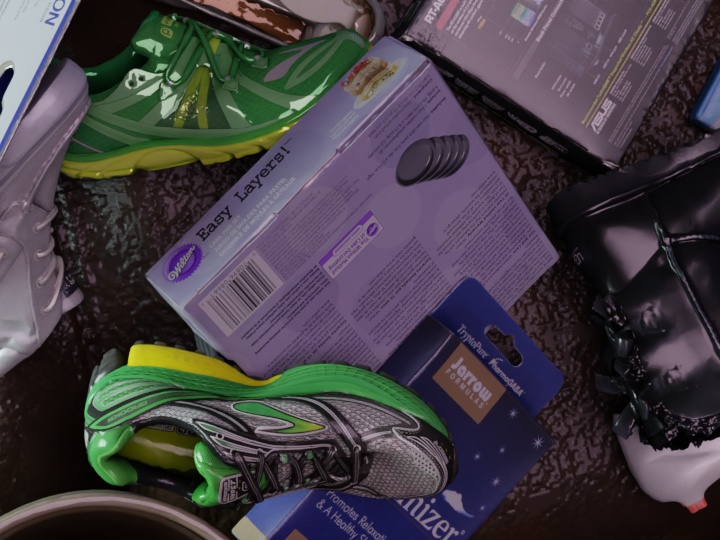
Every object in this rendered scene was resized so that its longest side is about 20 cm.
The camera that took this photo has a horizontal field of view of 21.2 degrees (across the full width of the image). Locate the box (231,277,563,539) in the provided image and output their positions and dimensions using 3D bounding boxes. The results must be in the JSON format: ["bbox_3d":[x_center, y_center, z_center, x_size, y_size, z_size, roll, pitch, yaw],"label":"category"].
[{"bbox_3d":[0.033,0.111,1.111,0.200,0.032,0.121,-49,128,-5],"label":"box"}]

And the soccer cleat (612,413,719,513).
[{"bbox_3d":[0.246,0.066,1.163,0.200,0.069,0.078,-34,92,-6],"label":"soccer cleat"}]

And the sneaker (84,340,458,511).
[{"bbox_3d":[-0.048,0.098,1.008,0.199,0.085,0.078,5,125,0],"label":"sneaker"}]

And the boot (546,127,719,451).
[{"bbox_3d":[0.217,0.004,1.119,0.198,0.073,0.163,-21,77,-8],"label":"boot"}]

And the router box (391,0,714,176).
[{"bbox_3d":[0.130,-0.178,1.147,0.150,0.062,0.200,32,84,-9],"label":"router box"}]

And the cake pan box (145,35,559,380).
[{"bbox_3d":[0.000,0.000,1.082,0.200,0.052,0.184,-47,131,-6],"label":"cake pan box"}]

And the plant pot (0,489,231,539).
[{"bbox_3d":[-0.143,0.211,1.040,0.199,0.174,0.201,0,89,-9],"label":"plant pot"}]

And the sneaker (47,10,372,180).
[{"bbox_3d":[-0.092,-0.106,1.078,0.199,0.074,0.084,-12,113,6],"label":"sneaker"}]

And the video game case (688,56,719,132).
[{"bbox_3d":[0.322,-0.107,1.201,0.200,0.018,0.143,29,85,-8],"label":"video game case"}]

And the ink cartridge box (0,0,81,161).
[{"bbox_3d":[-0.234,-0.097,1.034,0.041,0.200,0.200,32,83,-52],"label":"ink cartridge box"}]

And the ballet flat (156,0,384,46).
[{"bbox_3d":[-0.075,-0.176,1.112,0.200,0.064,0.068,24,85,-8],"label":"ballet flat"}]

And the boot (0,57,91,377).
[{"bbox_3d":[-0.189,-0.019,1.072,0.095,0.074,0.200,37,110,-16],"label":"boot"}]
